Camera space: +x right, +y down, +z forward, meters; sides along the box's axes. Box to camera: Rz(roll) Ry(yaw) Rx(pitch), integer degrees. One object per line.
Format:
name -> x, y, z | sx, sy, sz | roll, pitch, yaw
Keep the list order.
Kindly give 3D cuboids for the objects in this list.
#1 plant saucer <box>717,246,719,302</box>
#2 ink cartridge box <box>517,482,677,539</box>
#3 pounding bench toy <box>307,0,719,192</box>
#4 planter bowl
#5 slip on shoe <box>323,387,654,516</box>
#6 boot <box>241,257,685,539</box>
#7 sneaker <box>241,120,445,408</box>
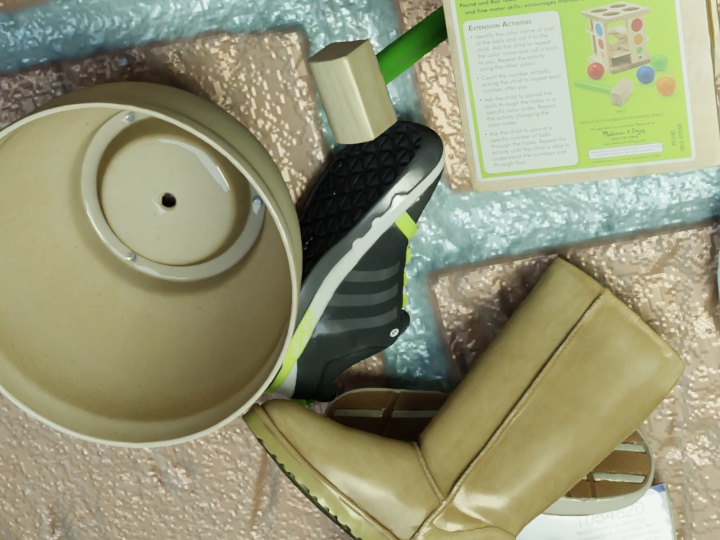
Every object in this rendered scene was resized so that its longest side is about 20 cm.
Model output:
plant saucer -> 0.299, -0.005, 1.120 | 0.198, 0.036, 0.202 | 4, 114, 8
ink cartridge box -> 0.110, 0.241, 1.228 | 0.198, 0.041, 0.202 | -11, 98, 0
pounding bench toy -> 0.082, -0.129, 1.036 | 0.198, 0.156, 0.125 | -6, 114, 13
planter bowl -> -0.120, -0.020, 1.132 | 0.198, 0.135, 0.202 | 4, 114, 9
slip on shoe -> 0.074, 0.112, 1.201 | 0.198, 0.077, 0.061 | 2, 153, 1
boot -> 0.057, 0.073, 1.145 | 0.175, 0.066, 0.200 | 42, 82, -1
sneaker -> 0.000, 0.000, 1.171 | 0.082, 0.072, 0.200 | 23, 119, -29
